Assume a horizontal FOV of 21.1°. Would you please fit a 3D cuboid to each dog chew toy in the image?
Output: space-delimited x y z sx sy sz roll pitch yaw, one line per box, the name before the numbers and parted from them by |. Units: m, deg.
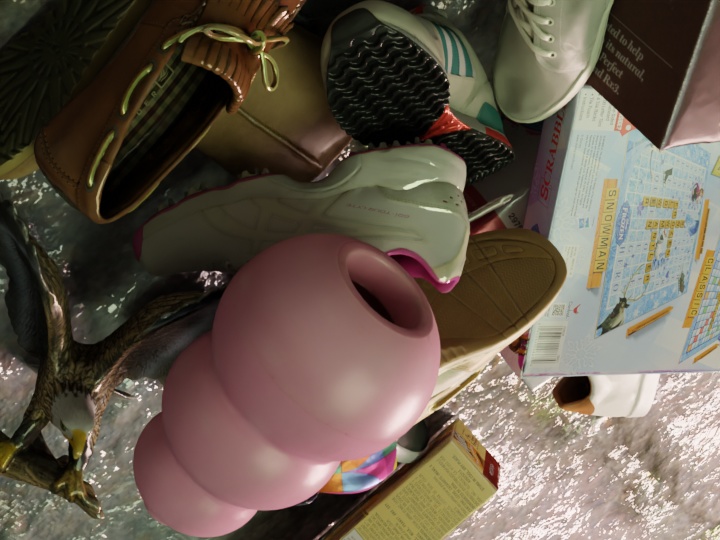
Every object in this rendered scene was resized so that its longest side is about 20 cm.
dog chew toy | -0.050 0.072 1.050 0.125 0.125 0.200 16 128 -44

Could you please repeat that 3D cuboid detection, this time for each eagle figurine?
eagle figurine | -0.160 0.048 1.120 0.152 0.151 0.200 -6 126 -45

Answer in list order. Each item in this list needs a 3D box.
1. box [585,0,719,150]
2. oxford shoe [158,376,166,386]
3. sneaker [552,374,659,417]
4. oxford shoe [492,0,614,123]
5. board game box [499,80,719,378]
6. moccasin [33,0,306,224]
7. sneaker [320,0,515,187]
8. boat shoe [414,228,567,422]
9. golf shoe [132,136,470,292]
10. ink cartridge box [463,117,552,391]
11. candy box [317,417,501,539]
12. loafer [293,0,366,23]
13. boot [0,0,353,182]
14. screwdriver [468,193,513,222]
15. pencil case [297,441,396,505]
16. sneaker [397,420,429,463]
box | 0.231 -0.190 1.147 0.200 0.166 0.164 -9 131 -29
oxford shoe | -0.089 0.078 1.282 0.073 0.071 0.200 -10 146 13
sneaker | 0.183 0.029 1.411 0.085 0.073 0.200 -2 123 -13
oxford shoe | 0.110 -0.157 1.102 0.058 0.075 0.200 -22 156 -31
board game box | 0.201 -0.029 1.233 0.199 0.041 0.200 0 115 -21
moccasin | -0.081 -0.109 0.992 0.201 0.078 0.074 -45 139 -8
sneaker | 0.025 -0.120 1.128 0.070 0.093 0.200 -25 152 17
boat shoe | 0.036 0.046 1.163 0.200 0.074 0.069 -32 161 -17
golf shoe | -0.033 -0.014 1.107 0.200 0.092 0.075 -12 166 11
ink cartridge box | 0.147 -0.041 1.282 0.200 0.083 0.146 -37 125 0
candy box | 0.012 0.199 1.425 0.200 0.055 0.115 -42 178 7
loafer | 0.039 -0.201 1.075 0.201 0.070 0.068 -34 135 -3
boot | -0.104 -0.085 1.094 0.175 0.066 0.200 -44 142 10
screwdriver | 0.000 0.000 1.145 0.200 0.029 0.028 -33 160 6
pencil case | -0.024 0.045 1.211 0.088 0.088 0.200 -10 107 -29
sneaker | 0.027 0.059 1.326 0.099 0.071 0.200 -34 137 5
